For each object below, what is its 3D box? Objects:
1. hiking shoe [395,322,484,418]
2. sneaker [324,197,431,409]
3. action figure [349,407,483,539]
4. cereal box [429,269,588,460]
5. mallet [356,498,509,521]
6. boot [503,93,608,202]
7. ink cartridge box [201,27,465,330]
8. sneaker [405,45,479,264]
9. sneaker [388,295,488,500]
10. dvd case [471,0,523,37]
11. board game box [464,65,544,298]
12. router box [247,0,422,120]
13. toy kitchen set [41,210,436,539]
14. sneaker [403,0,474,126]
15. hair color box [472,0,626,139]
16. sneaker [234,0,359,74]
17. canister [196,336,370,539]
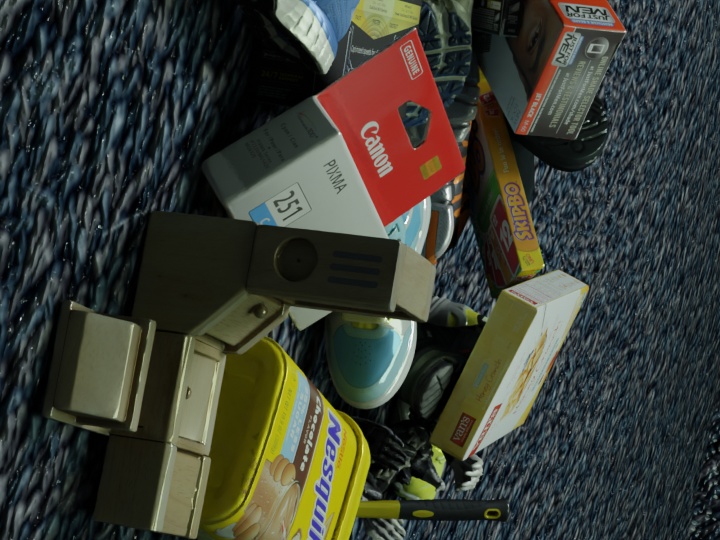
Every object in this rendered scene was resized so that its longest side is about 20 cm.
[{"bbox_3d":[0.054,0.065,1.689,0.076,0.100,0.200,-59,168,10],"label":"hiking shoe"},{"bbox_3d":[0.000,0.000,1.553,0.131,0.079,0.201,49,45,-68],"label":"sneaker"},{"bbox_3d":[0.034,0.172,1.683,0.119,0.102,0.200,-45,161,12],"label":"action figure"},{"bbox_3d":[0.129,0.077,1.685,0.145,0.039,0.200,-65,166,13],"label":"cereal box"},{"bbox_3d":[0.020,0.200,1.579,0.041,0.199,0.066,-122,-136,-65],"label":"mallet"},{"bbox_3d":[0.149,-0.112,1.748,0.076,0.201,0.169,-18,140,-16],"label":"boot"},{"bbox_3d":[-0.005,-0.060,1.410,0.176,0.045,0.200,-33,150,-3],"label":"ink cartridge box"},{"bbox_3d":[0.060,-0.103,1.687,0.112,0.077,0.201,-1,102,-81],"label":"sneaker"},{"bbox_3d":[0.073,0.127,1.817,0.075,0.076,0.201,-32,131,-66],"label":"sneaker"},{"bbox_3d":[0.103,-0.298,1.619,0.146,0.022,0.202,-153,-113,-64],"label":"dvd case"},{"bbox_3d":[0.111,-0.084,1.712,0.096,0.030,0.201,128,-48,-71],"label":"board game box"},{"bbox_3d":[-0.011,-0.194,1.451,0.200,0.052,0.158,-4,104,-69],"label":"router box"},{"bbox_3d":[-0.076,0.067,1.225,0.163,0.179,0.201,32,66,-68],"label":"toy kitchen set"},{"bbox_3d":[0.061,-0.213,1.601,0.085,0.077,0.201,-85,-168,-68],"label":"sneaker"},{"bbox_3d":[0.138,-0.214,1.633,0.201,0.064,0.111,-114,-144,-43],"label":"hair color box"},{"bbox_3d":[-0.051,-0.210,1.269,0.089,0.078,0.200,-58,155,-10],"label":"sneaker"},{"bbox_3d":[-0.070,0.143,1.426,0.200,0.086,0.149,55,49,-62],"label":"canister"}]
